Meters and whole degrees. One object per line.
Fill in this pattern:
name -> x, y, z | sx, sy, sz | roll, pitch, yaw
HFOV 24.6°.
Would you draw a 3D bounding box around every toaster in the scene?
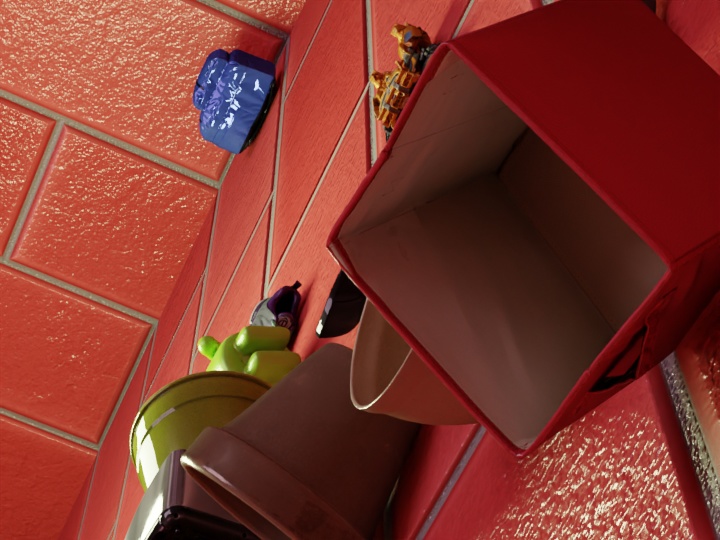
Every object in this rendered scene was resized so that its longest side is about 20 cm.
toaster -> -0.161, 0.304, 1.721 | 0.119, 0.198, 0.182 | -98, 31, -59

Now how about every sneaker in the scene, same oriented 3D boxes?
sneaker -> -0.131, 0.101, 2.264 | 0.088, 0.074, 0.201 | -47, 23, 47

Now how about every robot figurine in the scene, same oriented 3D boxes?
robot figurine -> 0.054, -0.234, 2.066 | 0.200, 0.058, 0.146 | -94, 27, -66
robot figurine -> -0.150, 0.160, 2.130 | 0.201, 0.115, 0.176 | -58, 45, 36

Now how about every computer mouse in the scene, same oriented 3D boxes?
computer mouse -> 0.000, 0.000, 1.929 | 0.200, 0.046, 0.142 | -67, -2, -71

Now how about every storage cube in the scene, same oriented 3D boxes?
storage cube -> 0.122, -0.032, 0.955 | 0.179, 0.200, 0.172 | -26, -24, -45

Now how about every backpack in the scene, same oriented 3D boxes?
backpack -> -0.281, -0.366, 3.566 | 0.163, 0.166, 0.202 | -82, 14, -72

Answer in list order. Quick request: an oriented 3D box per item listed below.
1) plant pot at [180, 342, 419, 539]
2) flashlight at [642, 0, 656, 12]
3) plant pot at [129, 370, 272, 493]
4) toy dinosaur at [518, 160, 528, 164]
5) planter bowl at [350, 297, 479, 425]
plant pot -> -0.037, 0.166, 1.501 | 0.175, 0.200, 0.200 | -52, 8, -13
flashlight -> 0.207, -0.226, 1.322 | 0.068, 0.067, 0.202 | 73, -161, -50
plant pot -> -0.159, 0.253, 1.879 | 0.201, 0.199, 0.194 | -62, 24, 27
toy dinosaur -> 0.132, -0.102, 1.115 | 0.101, 0.198, 0.059 | -33, -55, -45
planter bowl -> 0.092, 0.029, 1.226 | 0.200, 0.134, 0.202 | -160, 90, -78
